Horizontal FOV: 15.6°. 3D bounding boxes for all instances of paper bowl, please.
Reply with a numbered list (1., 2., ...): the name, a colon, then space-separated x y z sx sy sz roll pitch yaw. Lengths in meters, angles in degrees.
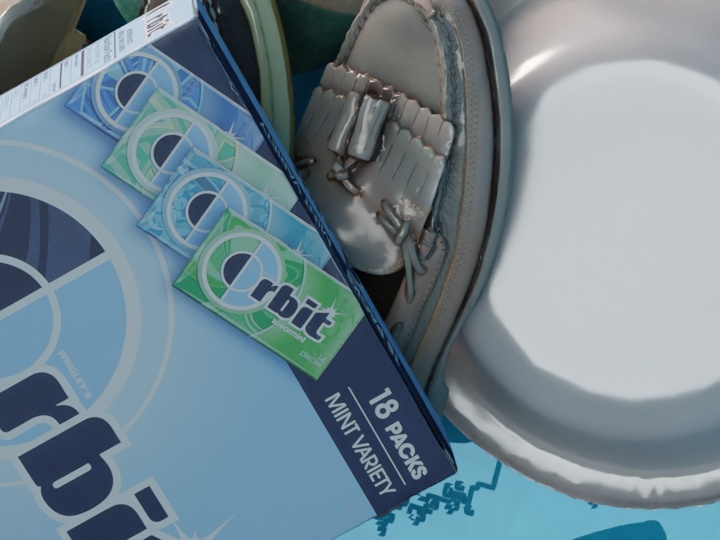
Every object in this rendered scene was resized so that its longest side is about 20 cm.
1. paper bowl: 0.101 -0.017 0.914 0.199 0.104 0.202 2 97 13

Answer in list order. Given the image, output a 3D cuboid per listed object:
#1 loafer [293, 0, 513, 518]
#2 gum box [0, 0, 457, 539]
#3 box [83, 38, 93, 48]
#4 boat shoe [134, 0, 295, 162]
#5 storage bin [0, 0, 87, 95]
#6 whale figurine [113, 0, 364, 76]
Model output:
1. loafer: 0.000 0.000 0.868 0.072 0.063 0.201 30 122 36
2. gum box: -0.097 0.036 0.823 0.199 0.045 0.171 -29 109 5
3. box: -0.174 -0.041 0.981 0.200 0.104 0.148 39 103 7
4. boat shoe: -0.072 -0.012 0.872 0.072 0.066 0.202 46 136 41
5. storage bin: -0.219 -0.062 0.888 0.199 0.094 0.199 31 103 10
6. whale figurine: -0.075 -0.143 0.925 0.199 0.159 0.104 33 119 -8
